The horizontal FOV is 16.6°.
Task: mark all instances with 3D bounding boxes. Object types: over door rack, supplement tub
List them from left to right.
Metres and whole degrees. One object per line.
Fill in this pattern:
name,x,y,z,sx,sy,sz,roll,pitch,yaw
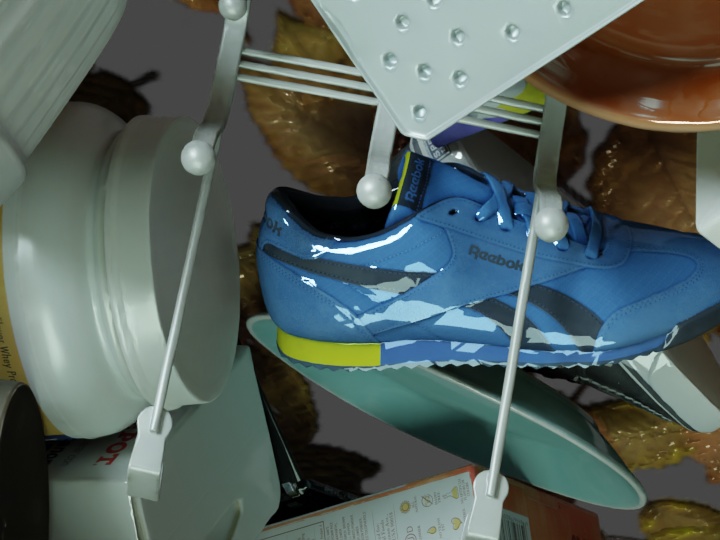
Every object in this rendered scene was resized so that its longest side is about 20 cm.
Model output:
supplement tub,-0.163,0.003,1.064,0.198,0.145,0.145,-5,136,15
over door rack,0.000,0.000,0.940,0.147,0.202,0.067,11,175,1

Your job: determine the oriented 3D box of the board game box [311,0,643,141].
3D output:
board game box,0.040,-0.176,0.850,0.199,0.026,0.201,-32,96,30

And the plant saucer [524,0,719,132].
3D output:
plant saucer,0.110,-0.148,0.864,0.199,0.032,0.202,8,114,19

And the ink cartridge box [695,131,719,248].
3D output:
ink cartridge box,0.226,-0.021,0.996,0.199,0.117,0.067,34,132,-27

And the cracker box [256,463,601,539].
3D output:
cracker box,0.008,0.160,1.237,0.199,0.058,0.134,-19,156,28

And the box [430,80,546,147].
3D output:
box,0.085,-0.129,0.953,0.199,0.049,0.117,-22,128,27

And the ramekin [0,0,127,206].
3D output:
ramekin,-0.176,-0.124,0.902,0.200,0.105,0.200,39,170,8

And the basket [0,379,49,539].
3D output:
basket,-0.231,0.098,0.979,0.198,0.136,0.181,0,129,4

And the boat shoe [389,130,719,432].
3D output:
boat shoe,0.082,0.014,1.082,0.068,0.072,0.200,-40,118,22

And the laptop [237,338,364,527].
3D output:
laptop,-0.091,0.090,1.247,0.176,0.104,0.200,-18,157,27

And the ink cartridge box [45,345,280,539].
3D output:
ink cartridge box,-0.155,0.100,1.133,0.199,0.144,0.084,-1,112,21

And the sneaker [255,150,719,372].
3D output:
sneaker,0.056,-0.007,0.998,0.198,0.066,0.079,-2,116,6

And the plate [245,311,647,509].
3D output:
plate,0.042,0.056,1.122,0.199,0.026,0.200,25,169,5
